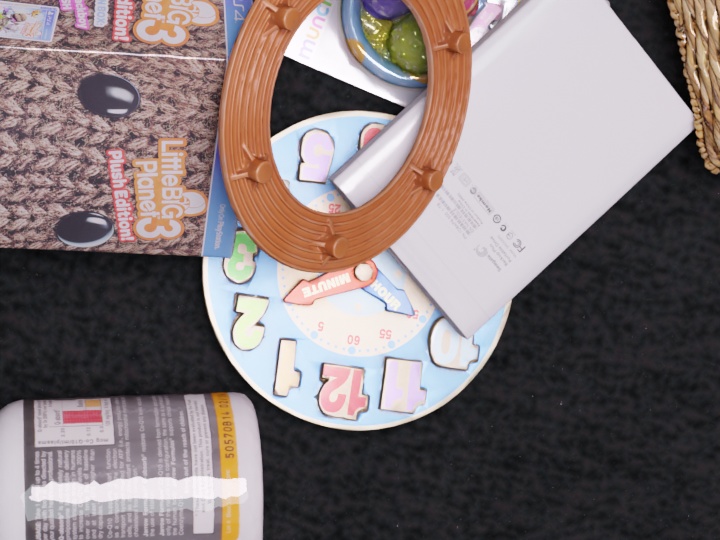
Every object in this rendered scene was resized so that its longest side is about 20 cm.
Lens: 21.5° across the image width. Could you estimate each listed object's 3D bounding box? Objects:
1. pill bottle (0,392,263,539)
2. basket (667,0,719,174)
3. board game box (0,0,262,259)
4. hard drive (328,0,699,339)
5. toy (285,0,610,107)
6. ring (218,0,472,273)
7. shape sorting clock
[{"bbox_3d":[-0.161,0.132,1.129,0.199,0.116,0.117,-1,92,-10],"label":"pill bottle"},{"bbox_3d":[0.285,-0.171,1.156,0.142,0.149,0.201,-9,85,-31],"label":"basket"},{"bbox_3d":[-0.165,-0.098,1.089,0.199,0.160,0.097,2,47,-9],"label":"board game box"},{"bbox_3d":[0.096,-0.074,1.172,0.200,0.027,0.132,-42,104,-5],"label":"hard drive"},{"bbox_3d":[0.052,-0.157,1.189,0.199,0.047,0.116,23,87,-10],"label":"toy"},{"bbox_3d":[-0.001,-0.094,1.068,0.200,0.019,0.202,-19,118,-41],"label":"ring"},{"bbox_3d":[0.000,0.000,1.191,0.199,0.039,0.201,0,92,-10],"label":"shape sorting clock"}]
